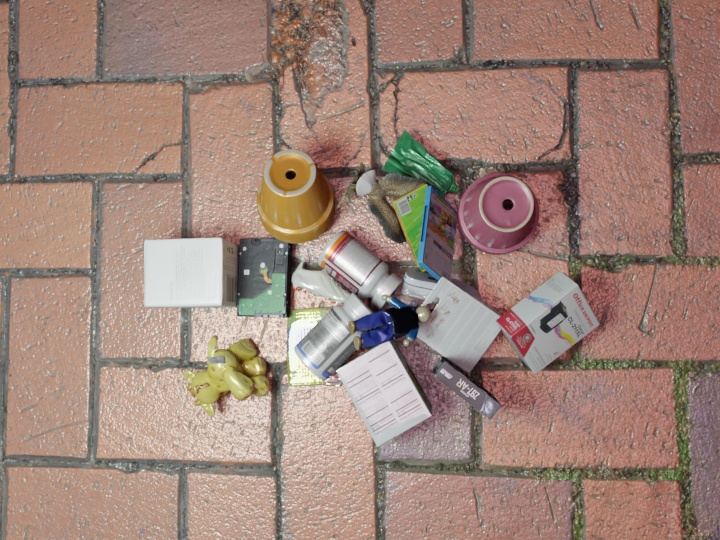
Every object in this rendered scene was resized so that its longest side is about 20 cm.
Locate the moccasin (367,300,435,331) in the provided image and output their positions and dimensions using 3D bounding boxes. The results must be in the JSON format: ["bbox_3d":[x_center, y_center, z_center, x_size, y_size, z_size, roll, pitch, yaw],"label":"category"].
[{"bbox_3d":[0.108,0.117,1.678,0.197,0.080,0.069,-15,90,4],"label":"moccasin"}]

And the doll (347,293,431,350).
[{"bbox_3d":[0.073,0.118,1.569,0.198,0.049,0.138,-13,65,-17],"label":"doll"}]

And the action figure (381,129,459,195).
[{"bbox_3d":[0.165,-0.251,1.713,0.199,0.055,0.119,32,88,0],"label":"action figure"}]

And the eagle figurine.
[{"bbox_3d":[0.066,-0.182,1.677,0.199,0.152,0.152,31,50,1],"label":"eagle figurine"}]

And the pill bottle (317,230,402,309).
[{"bbox_3d":[0.000,0.000,1.683,0.199,0.110,0.110,38,90,7],"label":"pill bottle"}]

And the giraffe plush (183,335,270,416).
[{"bbox_3d":[-0.348,0.274,1.685,0.162,0.199,0.174,-41,50,25],"label":"giraffe plush"}]

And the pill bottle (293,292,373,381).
[{"bbox_3d":[-0.055,0.157,1.633,0.200,0.114,0.114,-45,83,0],"label":"pill bottle"}]

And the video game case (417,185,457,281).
[{"bbox_3d":[0.187,-0.082,1.632,0.018,0.143,0.203,-7,63,34],"label":"video game case"}]

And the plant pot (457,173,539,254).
[{"bbox_3d":[0.337,-0.145,1.624,0.197,0.179,0.203,0,85,5],"label":"plant pot"}]

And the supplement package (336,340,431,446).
[{"bbox_3d":[0.060,0.286,1.635,0.150,0.152,0.202,-30,85,4],"label":"supplement package"}]

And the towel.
[{"bbox_3d":[-0.119,0.197,1.726,0.142,0.023,0.203,-4,85,6],"label":"towel"}]

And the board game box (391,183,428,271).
[{"bbox_3d":[0.154,-0.104,1.670,0.095,0.030,0.202,-28,111,-11],"label":"board game box"}]

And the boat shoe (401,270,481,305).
[{"bbox_3d":[0.199,0.055,1.688,0.197,0.074,0.066,17,116,3],"label":"boat shoe"}]

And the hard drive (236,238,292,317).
[{"bbox_3d":[-0.245,0.019,1.732,0.138,0.038,0.203,-1,83,16],"label":"hard drive"}]

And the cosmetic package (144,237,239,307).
[{"bbox_3d":[-0.418,0.010,1.697,0.197,0.165,0.168,-1,86,4],"label":"cosmetic package"}]

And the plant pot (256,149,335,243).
[{"bbox_3d":[-0.164,-0.195,1.651,0.197,0.184,0.203,0,69,1],"label":"plant pot"}]

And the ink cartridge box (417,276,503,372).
[{"bbox_3d":[0.232,0.128,1.649,0.199,0.057,0.163,35,100,-4],"label":"ink cartridge box"}]

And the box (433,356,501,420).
[{"bbox_3d":[0.247,0.271,1.595,0.160,0.200,0.044,38,91,6],"label":"box"}]

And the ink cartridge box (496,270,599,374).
[{"bbox_3d":[0.447,0.123,1.612,0.199,0.083,0.146,-38,118,2],"label":"ink cartridge box"}]

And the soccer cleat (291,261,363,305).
[{"bbox_3d":[-0.080,0.039,1.712,0.198,0.069,0.078,20,85,9],"label":"soccer cleat"}]
